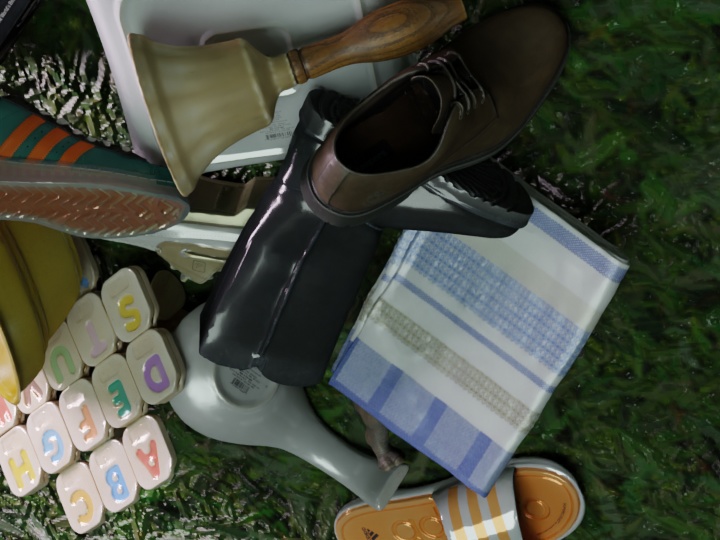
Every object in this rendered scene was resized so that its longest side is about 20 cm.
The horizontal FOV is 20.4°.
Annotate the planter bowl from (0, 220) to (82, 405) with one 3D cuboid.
[{"bbox_3d":[-0.251,-0.014,1.401,0.201,0.083,0.201,52,159,30],"label":"planter bowl"}]

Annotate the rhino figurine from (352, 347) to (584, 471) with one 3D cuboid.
[{"bbox_3d":[0.075,0.062,1.382,0.199,0.060,0.088,-27,101,28],"label":"rhino figurine"}]

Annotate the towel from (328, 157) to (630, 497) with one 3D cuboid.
[{"bbox_3d":[0.076,0.032,1.331,0.147,0.024,0.201,35,112,16],"label":"towel"}]

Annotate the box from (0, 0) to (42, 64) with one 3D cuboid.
[{"bbox_3d":[-0.269,-0.228,1.285,0.163,0.086,0.200,38,126,-8],"label":"box"}]

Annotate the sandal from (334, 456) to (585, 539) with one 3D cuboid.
[{"bbox_3d":[0.069,0.196,1.475,0.206,0.059,0.079,-16,117,27],"label":"sandal"}]

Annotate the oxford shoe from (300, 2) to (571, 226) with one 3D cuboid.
[{"bbox_3d":[0.057,-0.101,1.203,0.073,0.200,0.084,48,161,6],"label":"oxford shoe"}]

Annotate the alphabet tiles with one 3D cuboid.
[{"bbox_3d":[-0.207,0.082,1.451,0.200,0.015,0.197,-34,73,34],"label":"alphabet tiles"}]

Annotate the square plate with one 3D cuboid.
[{"bbox_3d":[-0.066,-0.138,1.265,0.199,0.029,0.199,-7,132,7],"label":"square plate"}]

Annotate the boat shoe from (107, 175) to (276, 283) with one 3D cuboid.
[{"bbox_3d":[-0.110,-0.025,1.377,0.199,0.075,0.069,5,119,14],"label":"boat shoe"}]

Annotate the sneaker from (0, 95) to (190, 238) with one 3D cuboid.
[{"bbox_3d":[-0.207,-0.075,1.298,0.199,0.080,0.071,7,150,-16],"label":"sneaker"}]

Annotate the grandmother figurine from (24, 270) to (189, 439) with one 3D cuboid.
[{"bbox_3d":[-0.197,0.080,1.492,0.199,0.060,0.122,-29,83,35],"label":"grandmother figurine"}]

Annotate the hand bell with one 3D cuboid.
[{"bbox_3d":[-0.031,-0.127,1.216,0.199,0.104,0.105,-20,118,0],"label":"hand bell"}]

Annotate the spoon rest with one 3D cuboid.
[{"bbox_3d":[-0.058,0.101,1.445,0.200,0.100,0.061,40,164,-18],"label":"spoon rest"}]

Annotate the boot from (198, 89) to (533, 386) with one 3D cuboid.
[{"bbox_3d":[-0.001,0.000,1.307,0.164,0.066,0.201,25,118,-3],"label":"boot"}]
